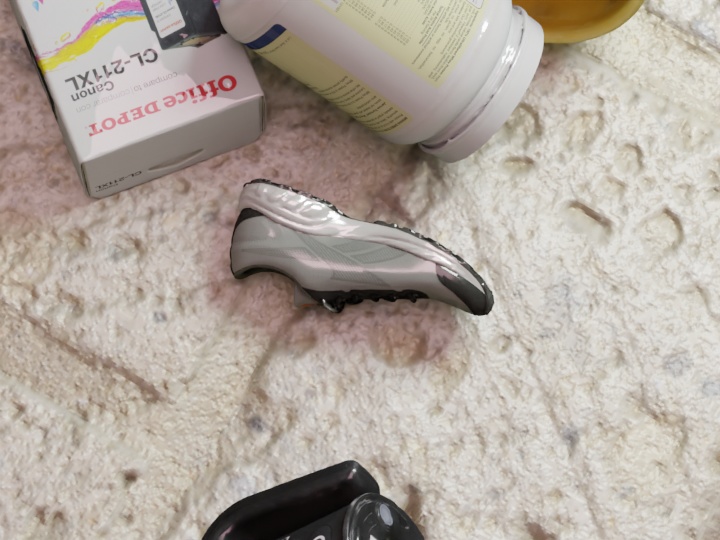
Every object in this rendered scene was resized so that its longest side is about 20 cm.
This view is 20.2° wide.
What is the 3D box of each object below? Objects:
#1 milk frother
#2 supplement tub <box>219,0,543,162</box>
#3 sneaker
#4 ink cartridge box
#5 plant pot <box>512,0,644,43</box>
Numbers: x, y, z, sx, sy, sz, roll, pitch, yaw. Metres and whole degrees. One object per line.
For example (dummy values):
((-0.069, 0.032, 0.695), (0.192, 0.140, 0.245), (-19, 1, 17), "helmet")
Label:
((-0.020, 0.251, 1.352), (0.188, 0.181, 0.200), (-25, 108, 25), "milk frother")
((0.016, -0.180, 1.433), (0.200, 0.145, 0.145), (33, 74, -20), "supplement tub")
((0.000, 0.000, 1.453), (0.199, 0.074, 0.080), (18, 84, 8), "sneaker")
((-0.170, -0.175, 1.481), (0.145, 0.083, 0.201), (-21, 76, -9), "ink cartridge box")
((0.144, -0.303, 1.486), (0.200, 0.201, 0.189), (22, 58, 3), "plant pot")
